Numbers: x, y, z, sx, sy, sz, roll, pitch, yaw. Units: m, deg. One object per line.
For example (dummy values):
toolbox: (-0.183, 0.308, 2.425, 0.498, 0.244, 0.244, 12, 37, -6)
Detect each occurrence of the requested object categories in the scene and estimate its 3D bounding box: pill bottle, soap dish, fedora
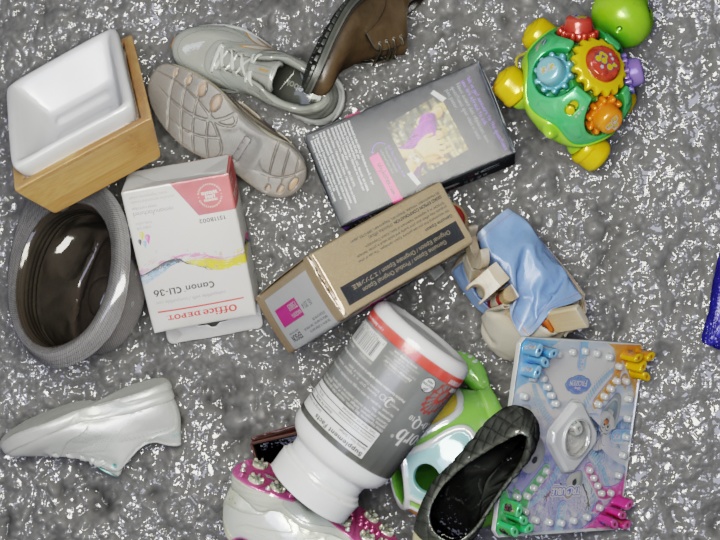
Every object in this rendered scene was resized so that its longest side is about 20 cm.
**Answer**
pill bottle: (0.006, 0.141, 1.542, 0.115, 0.116, 0.201, 37, 96, 3)
soap dish: (-0.290, -0.157, 1.638, 0.156, 0.201, 0.082, -28, 125, 4)
fedora: (-0.291, 0.009, 1.667, 0.175, 0.090, 0.203, -16, 68, 29)

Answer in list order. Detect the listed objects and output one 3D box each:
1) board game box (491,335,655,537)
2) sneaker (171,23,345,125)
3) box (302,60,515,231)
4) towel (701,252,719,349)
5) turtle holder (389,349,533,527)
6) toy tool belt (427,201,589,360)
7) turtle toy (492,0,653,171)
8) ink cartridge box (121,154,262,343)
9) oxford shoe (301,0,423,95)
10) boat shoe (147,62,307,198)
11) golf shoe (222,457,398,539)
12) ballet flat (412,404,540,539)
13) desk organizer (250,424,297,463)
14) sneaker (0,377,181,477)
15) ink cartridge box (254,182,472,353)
board game box: (0.223, 0.173, 1.604, 0.026, 0.198, 0.203, 10, 94, 48)
sneaker: (-0.112, -0.217, 1.664, 0.198, 0.092, 0.077, 19, 92, 5)
box: (0.054, -0.127, 1.636, 0.198, 0.122, 0.107, -22, 87, 4)
towel: (0.449, -0.003, 1.643, 0.146, 0.050, 0.203, 12, 91, 5)
turtle holder: (0.097, 0.181, 1.612, 0.130, 0.141, 0.188, -8, 119, -11)
toy tool belt: (0.153, -0.006, 1.623, 0.125, 0.123, 0.200, -40, 87, -22)
turtle toy: (0.238, -0.212, 1.618, 0.145, 0.101, 0.201, 36, 61, -9)
ink cartridge box: (-0.173, -0.009, 1.649, 0.115, 0.068, 0.202, -10, 112, 2)
oxford shoe: (0.008, -0.246, 1.629, 0.084, 0.073, 0.201, 37, 60, -2)
boat shoe: (-0.144, -0.148, 1.678, 0.199, 0.073, 0.075, 39, 99, -3)
golf shoe: (-0.051, 0.271, 1.604, 0.198, 0.075, 0.092, 26, 107, 6)
ballet flat: (0.107, 0.214, 1.525, 0.066, 0.057, 0.201, 32, 109, 2)
desk organizer: (-0.062, 0.270, 1.671, 0.071, 0.077, 0.202, -16, 89, 4)
sneaker: (-0.291, 0.186, 1.697, 0.198, 0.075, 0.090, -15, 101, 3)
ink cartridge box: (0.000, 0.000, 1.579, 0.164, 0.200, 0.076, -31, 89, -22)
